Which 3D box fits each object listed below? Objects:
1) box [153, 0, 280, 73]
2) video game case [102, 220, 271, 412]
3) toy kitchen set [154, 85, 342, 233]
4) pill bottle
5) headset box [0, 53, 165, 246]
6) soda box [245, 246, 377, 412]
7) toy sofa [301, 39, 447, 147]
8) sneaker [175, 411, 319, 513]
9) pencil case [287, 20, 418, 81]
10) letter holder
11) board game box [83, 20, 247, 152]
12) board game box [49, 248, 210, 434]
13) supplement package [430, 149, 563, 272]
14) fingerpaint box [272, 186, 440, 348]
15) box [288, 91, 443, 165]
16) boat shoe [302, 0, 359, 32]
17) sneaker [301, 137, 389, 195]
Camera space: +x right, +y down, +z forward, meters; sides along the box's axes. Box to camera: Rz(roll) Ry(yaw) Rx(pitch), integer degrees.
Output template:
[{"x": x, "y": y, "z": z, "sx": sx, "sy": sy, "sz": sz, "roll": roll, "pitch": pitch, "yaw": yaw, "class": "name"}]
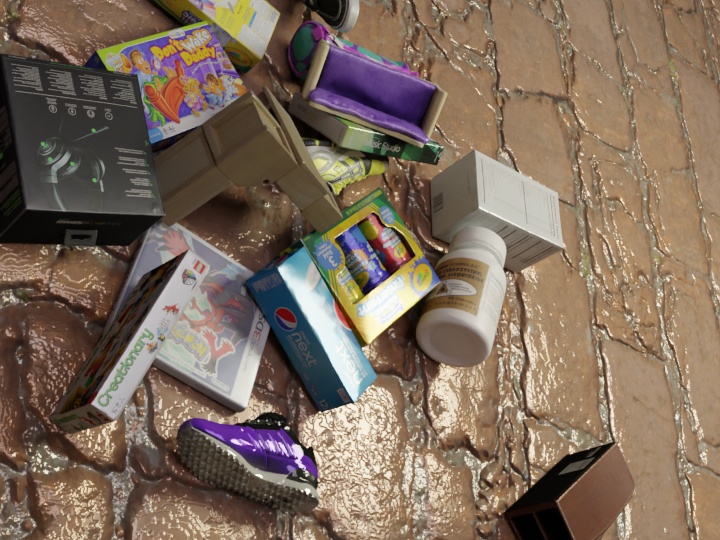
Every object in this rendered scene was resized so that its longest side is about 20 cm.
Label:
[{"x": -0.215, "y": -0.386, "z": 1.409, "sx": 0.199, "sy": 0.048, "sz": 0.118, "roll": 38, "pitch": 44, "yaw": -25, "class": "box"}, {"x": -0.199, "y": 0.050, "z": 1.212, "sx": 0.199, "sy": 0.023, "sz": 0.184, "roll": 34, "pitch": 49, "yaw": -25, "class": "video game case"}, {"x": -0.160, "y": -0.129, "z": 1.290, "sx": 0.200, "sy": 0.179, "sz": 0.164, "roll": 47, "pitch": 13, "yaw": -50, "class": "toy kitchen set"}, {"x": 0.159, "y": 0.035, "z": 1.486, "sx": 0.114, "sy": 0.114, "sz": 0.201, "roll": 39, "pitch": 47, "yaw": -21, "class": "pill bottle"}, {"x": -0.332, "y": -0.127, "z": 1.131, "sx": 0.173, "sy": 0.092, "sz": 0.202, "roll": -1, "pitch": 70, "yaw": -43, "class": "headset box"}, {"x": -0.062, "y": 0.077, "z": 1.276, "sx": 0.068, "sy": 0.064, "sz": 0.202, "roll": -41, "pitch": 106, "yaw": -50, "class": "soda box"}, {"x": 0.020, "y": -0.254, "z": 1.418, "sx": 0.198, "sy": 0.084, "sz": 0.098, "roll": 19, "pitch": 18, "yaw": -14, "class": "toy sofa"}, {"x": -0.130, "y": 0.206, "z": 1.168, "sx": 0.199, "sy": 0.069, "sz": 0.100, "roll": 35, "pitch": 42, "yaw": -30, "class": "sneaker"}, {"x": -0.012, "y": -0.311, "z": 1.527, "sx": 0.198, "sy": 0.092, "sz": 0.086, "roll": 15, "pitch": 60, "yaw": -38, "class": "pencil case"}, {"x": 0.332, "y": 0.371, "z": 1.480, "sx": 0.199, "sy": 0.100, "sz": 0.143, "roll": -25, "pitch": 88, "yaw": -47, "class": "letter holder"}, {"x": -0.248, "y": -0.242, "z": 1.304, "sx": 0.199, "sy": 0.045, "sz": 0.135, "roll": -33, "pitch": 92, "yaw": -47, "class": "board game box"}, {"x": -0.245, "y": 0.076, "z": 1.056, "sx": 0.035, "sy": 0.126, "sz": 0.201, "roll": 40, "pitch": 57, "yaw": -20, "class": "board game box"}, {"x": 0.223, "y": -0.092, "z": 1.615, "sx": 0.199, "sy": 0.109, "sz": 0.115, "roll": 22, "pitch": 55, "yaw": -33, "class": "supplement package"}, {"x": 0.000, "y": 0.000, "z": 1.386, "sx": 0.200, "sy": 0.073, "sz": 0.168, "roll": -35, "pitch": 94, "yaw": -46, "class": "fingerpaint box"}, {"x": 0.009, "y": -0.211, "z": 1.473, "sx": 0.198, "sy": 0.037, "sz": 0.144, "roll": 3, "pitch": 25, "yaw": -42, "class": "box"}, {"x": -0.064, "y": -0.426, "z": 1.523, "sx": 0.063, "sy": 0.071, "sz": 0.200, "roll": 5, "pitch": 32, "yaw": -31, "class": "boat shoe"}, {"x": -0.036, "y": -0.151, "z": 1.450, "sx": 0.199, "sy": 0.075, "sz": 0.077, "roll": -1, "pitch": 101, "yaw": -47, "class": "sneaker"}]
